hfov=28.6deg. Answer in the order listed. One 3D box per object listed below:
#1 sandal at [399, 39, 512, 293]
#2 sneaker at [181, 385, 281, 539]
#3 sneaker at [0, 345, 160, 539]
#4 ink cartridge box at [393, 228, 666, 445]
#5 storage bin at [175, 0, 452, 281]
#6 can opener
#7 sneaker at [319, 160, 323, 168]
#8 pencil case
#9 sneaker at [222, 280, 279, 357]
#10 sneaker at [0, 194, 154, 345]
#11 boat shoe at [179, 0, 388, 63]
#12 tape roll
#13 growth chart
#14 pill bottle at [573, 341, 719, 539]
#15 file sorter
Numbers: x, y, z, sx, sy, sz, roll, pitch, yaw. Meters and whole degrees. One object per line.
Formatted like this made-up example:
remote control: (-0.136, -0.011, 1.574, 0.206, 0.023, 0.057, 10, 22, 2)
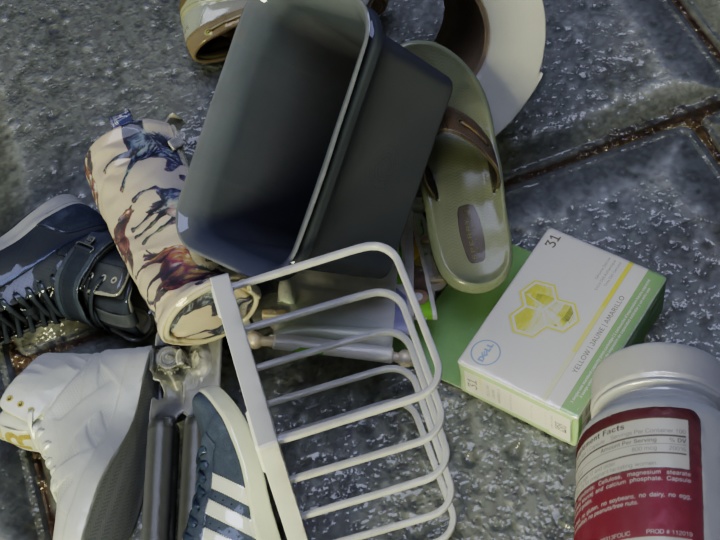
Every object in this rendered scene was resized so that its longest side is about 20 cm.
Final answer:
sandal: (0.073, -0.083, 1.067, 0.079, 0.057, 0.202, -17, 81, -2)
sneaker: (-0.101, 0.177, 0.958, 0.084, 0.075, 0.201, -14, 67, -11)
sneaker: (-0.220, 0.140, 1.045, 0.115, 0.074, 0.201, -1, 42, 11)
ink cartridge box: (0.113, 0.030, 1.083, 0.199, 0.048, 0.146, 25, 61, 24)
storage bin: (-0.029, -0.089, 1.014, 0.145, 0.134, 0.201, 22, 93, 40)
can opener: (-0.129, 0.133, 1.049, 0.053, 0.067, 0.201, -3, 65, 6)
sneaker: (-0.083, -0.082, 1.162, 0.079, 0.075, 0.200, -50, 24, -13)
pencil case: (-0.143, -0.032, 1.073, 0.089, 0.078, 0.200, -42, 54, 17)
sneaker: (-0.115, -0.017, 1.152, 0.090, 0.067, 0.200, -28, 54, -19)
sneaker: (-0.253, 0.031, 1.127, 0.146, 0.077, 0.202, 28, 61, 31)
boat shoe: (-0.067, -0.231, 1.311, 0.199, 0.074, 0.067, -10, 64, 5)
tape roll: (0.037, -0.201, 1.153, 0.202, 0.204, 0.139, -19, 22, -5)
growth chart: (0.000, 0.000, 1.101, 0.144, 0.018, 0.201, 11, 43, 1)
pill bottle: (0.197, 0.155, 0.925, 0.113, 0.114, 0.201, 1, 52, 11)
file sorter: (-0.011, 0.100, 0.952, 0.124, 0.201, 0.139, -16, 51, -5)
